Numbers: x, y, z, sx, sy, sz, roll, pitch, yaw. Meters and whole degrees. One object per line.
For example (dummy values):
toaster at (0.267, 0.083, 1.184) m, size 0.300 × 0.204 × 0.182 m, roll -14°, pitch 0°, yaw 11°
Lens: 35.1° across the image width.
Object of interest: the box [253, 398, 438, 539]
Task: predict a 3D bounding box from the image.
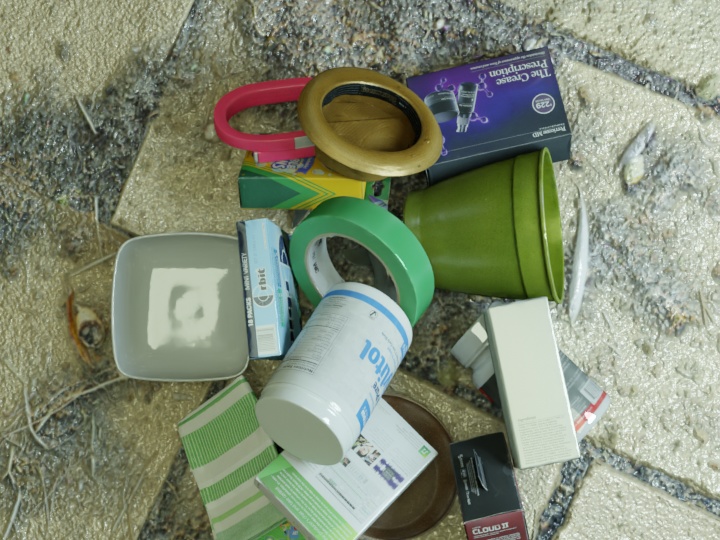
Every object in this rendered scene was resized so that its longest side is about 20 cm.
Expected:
box at (-0.018, 0.252, 1.449) m, size 0.144 × 0.036 × 0.200 m, roll 43°, pitch 61°, yaw 13°

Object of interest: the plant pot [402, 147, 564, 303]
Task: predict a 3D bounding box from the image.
plant pot at (0.160, -0.049, 1.496) m, size 0.190 × 0.200 × 0.203 m, roll -6°, pitch 84°, yaw 15°

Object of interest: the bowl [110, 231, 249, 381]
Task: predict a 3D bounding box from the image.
bowl at (-0.238, 0.051, 1.567) m, size 0.197 × 0.075 × 0.203 m, roll 0°, pitch 86°, yaw 4°

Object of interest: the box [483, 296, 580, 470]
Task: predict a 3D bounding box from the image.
box at (0.210, 0.140, 1.410) m, size 0.081 × 0.068 × 0.203 m, roll -9°, pitch 82°, yaw 0°

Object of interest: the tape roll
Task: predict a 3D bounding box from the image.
tape roll at (0.000, 0.000, 1.489) m, size 0.200 × 0.201 × 0.048 m, roll 37°, pitch 52°, yaw 7°

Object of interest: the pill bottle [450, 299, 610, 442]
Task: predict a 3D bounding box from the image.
pill bottle at (0.220, 0.142, 1.501) m, size 0.200 × 0.114 × 0.114 m, roll 43°, pitch 89°, yaw 7°

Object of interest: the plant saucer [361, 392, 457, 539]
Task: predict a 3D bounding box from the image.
plant saucer at (0.032, 0.260, 1.495) m, size 0.198 × 0.037 × 0.203 m, roll 5°, pitch 62°, yaw -9°

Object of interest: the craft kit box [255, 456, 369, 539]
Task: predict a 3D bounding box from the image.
craft kit box at (-0.043, 0.351, 1.517) m, size 0.197 × 0.049 × 0.200 m, roll 5°, pitch 82°, yaw -9°

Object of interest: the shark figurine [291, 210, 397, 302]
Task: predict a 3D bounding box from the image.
shark figurine at (-0.001, -0.057, 1.552) m, size 0.214 × 0.090 × 0.128 m, roll 44°, pitch 88°, yaw 5°

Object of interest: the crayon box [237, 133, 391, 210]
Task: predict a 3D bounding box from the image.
crayon box at (-0.058, -0.135, 1.543) m, size 0.197 × 0.126 × 0.052 m, roll 2°, pitch 125°, yaw 4°

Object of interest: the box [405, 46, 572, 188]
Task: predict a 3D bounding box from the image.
box at (0.172, -0.205, 1.538) m, size 0.197 × 0.079 × 0.143 m, roll -13°, pitch 69°, yaw 3°

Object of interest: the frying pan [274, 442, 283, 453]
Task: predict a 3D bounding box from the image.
frying pan at (-0.075, 0.311, 1.555) m, size 0.114 × 0.031 × 0.191 m, roll -30°, pitch 80°, yaw 2°

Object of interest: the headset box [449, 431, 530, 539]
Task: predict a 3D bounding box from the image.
headset box at (0.168, 0.315, 1.420) m, size 0.076 × 0.149 × 0.202 m, roll -14°, pitch 120°, yaw 4°

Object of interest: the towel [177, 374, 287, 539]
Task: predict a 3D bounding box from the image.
towel at (-0.168, 0.259, 1.508) m, size 0.152 × 0.023 × 0.202 m, roll -37°, pitch 61°, yaw 29°

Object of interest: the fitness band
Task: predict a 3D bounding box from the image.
fitness band at (-0.101, -0.208, 1.555) m, size 0.197 × 0.038 × 0.144 m, roll -7°, pitch 43°, yaw -8°

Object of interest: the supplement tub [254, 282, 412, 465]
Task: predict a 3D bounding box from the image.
supplement tub at (-0.030, 0.126, 1.423) m, size 0.131 × 0.132 × 0.201 m, roll 27°, pitch 56°, yaw 6°

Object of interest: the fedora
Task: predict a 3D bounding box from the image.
fedora at (0.005, -0.173, 1.464) m, size 0.198 × 0.082 × 0.202 m, roll 13°, pitch 48°, yaw -15°

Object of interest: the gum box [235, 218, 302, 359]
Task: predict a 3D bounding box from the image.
gum box at (-0.115, 0.030, 1.495) m, size 0.044 × 0.200 × 0.172 m, roll -7°, pitch 84°, yaw 5°
